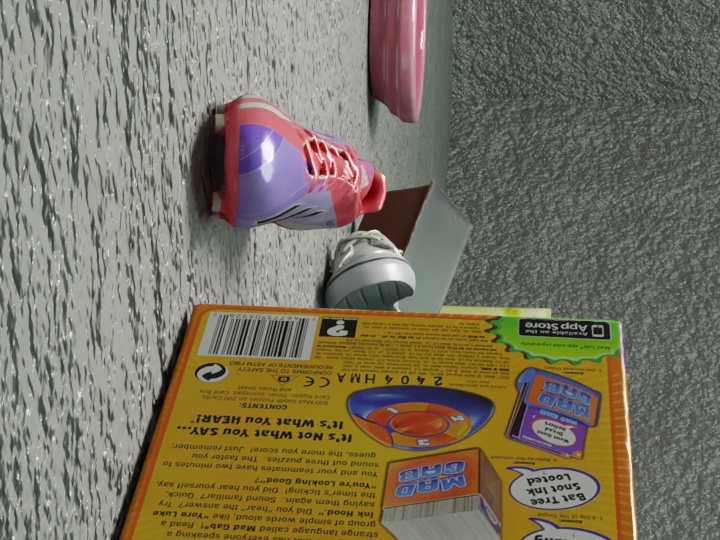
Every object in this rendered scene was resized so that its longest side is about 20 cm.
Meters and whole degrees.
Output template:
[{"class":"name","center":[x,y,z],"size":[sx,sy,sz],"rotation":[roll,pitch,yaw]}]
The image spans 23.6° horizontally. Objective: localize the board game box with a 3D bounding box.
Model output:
[{"class":"board game box","center":[0.013,0.153,0.754],"size":[0.200,0.199,0.200],"rotation":[-79,170,-59]}]

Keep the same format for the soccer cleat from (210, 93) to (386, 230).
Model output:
[{"class":"soccer cleat","center":[-0.030,-0.051,0.885],"size":[0.200,0.076,0.067],"rotation":[25,68,-85]}]

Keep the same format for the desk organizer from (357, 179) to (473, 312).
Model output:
[{"class":"desk organizer","center":[0.026,0.020,1.590],"size":[0.072,0.077,0.200],"rotation":[46,52,-35]}]

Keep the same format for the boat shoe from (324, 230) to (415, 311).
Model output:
[{"class":"boat shoe","center":[0.000,0.000,1.421],"size":[0.200,0.073,0.067],"rotation":[117,-38,-78]}]

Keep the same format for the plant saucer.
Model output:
[{"class":"plant saucer","center":[0.040,-0.255,1.798],"size":[0.201,0.051,0.201],"rotation":[2,90,-84]}]

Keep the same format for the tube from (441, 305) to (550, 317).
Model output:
[{"class":"tube","center":[0.107,0.062,1.859],"size":[0.052,0.199,0.058],"rotation":[70,24,-84]}]
